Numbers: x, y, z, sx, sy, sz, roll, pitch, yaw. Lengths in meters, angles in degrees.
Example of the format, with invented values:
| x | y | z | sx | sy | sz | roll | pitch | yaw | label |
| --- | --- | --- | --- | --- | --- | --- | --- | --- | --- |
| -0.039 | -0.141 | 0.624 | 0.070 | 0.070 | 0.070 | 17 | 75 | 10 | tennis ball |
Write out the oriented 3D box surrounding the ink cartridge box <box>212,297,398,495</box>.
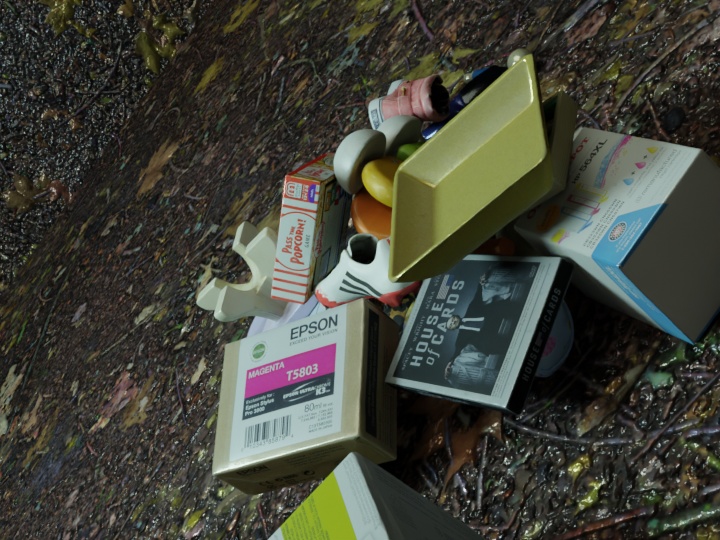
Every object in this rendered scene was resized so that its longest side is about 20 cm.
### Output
| x | y | z | sx | sy | sz | roll | pitch | yaw | label |
| --- | --- | --- | --- | --- | --- | --- | --- | --- | --- |
| -0.059 | 0.139 | 1.157 | 0.199 | 0.075 | 0.166 | -20 | 52 | 29 | ink cartridge box |

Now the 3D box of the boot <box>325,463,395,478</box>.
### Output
| x | y | z | sx | sy | sz | roll | pitch | yaw | label |
| --- | --- | --- | --- | --- | --- | --- | --- | --- | --- |
| -0.020 | 0.213 | 1.194 | 0.076 | 0.073 | 0.200 | -56 | 28 | 14 | boot |

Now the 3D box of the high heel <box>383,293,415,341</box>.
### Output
| x | y | z | sx | sy | sz | roll | pitch | yaw | label |
| --- | --- | --- | --- | --- | --- | --- | --- | --- | --- |
| -0.006 | 0.057 | 1.275 | 0.072 | 0.141 | 0.201 | 75 | -145 | -67 | high heel |

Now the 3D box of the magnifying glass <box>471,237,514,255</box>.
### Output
| x | y | z | sx | sy | sz | roll | pitch | yaw | label |
| --- | --- | --- | --- | --- | --- | --- | --- | --- | --- |
| 0.092 | -0.019 | 1.192 | 0.199 | 0.079 | 0.023 | -7 | 71 | 51 | magnifying glass |

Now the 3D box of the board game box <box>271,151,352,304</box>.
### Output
| x | y | z | sx | sy | sz | roll | pitch | yaw | label |
| --- | --- | --- | --- | --- | --- | --- | --- | --- | --- |
| -0.055 | -0.058 | 1.340 | 0.200 | 0.046 | 0.153 | -48 | -33 | -72 | board game box |

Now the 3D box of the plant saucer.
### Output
| x | y | z | sx | sy | sz | roll | pitch | yaw | label |
| --- | --- | --- | --- | --- | --- | --- | --- | --- | --- |
| 0.114 | -0.091 | 1.040 | 0.200 | 0.048 | 0.201 | -40 | 26 | 30 | plant saucer |

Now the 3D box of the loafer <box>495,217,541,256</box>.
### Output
| x | y | z | sx | sy | sz | roll | pitch | yaw | label |
| --- | --- | --- | --- | --- | --- | --- | --- | --- | --- |
| 0.184 | -0.055 | 1.195 | 0.068 | 0.076 | 0.201 | -32 | 45 | 18 | loafer |

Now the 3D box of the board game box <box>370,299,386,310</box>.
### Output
| x | y | z | sx | sy | sz | roll | pitch | yaw | label |
| --- | --- | --- | --- | --- | --- | --- | --- | --- | --- |
| 0.035 | 0.004 | 1.403 | 0.104 | 0.023 | 0.201 | -27 | 37 | 44 | board game box |

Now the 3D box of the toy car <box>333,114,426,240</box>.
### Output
| x | y | z | sx | sy | sz | roll | pitch | yaw | label |
| --- | --- | --- | --- | --- | --- | --- | --- | --- | --- |
| 0.062 | -0.089 | 1.314 | 0.200 | 0.174 | 0.151 | -31 | -33 | -53 | toy car |

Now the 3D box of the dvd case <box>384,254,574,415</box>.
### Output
| x | y | z | sx | sy | sz | roll | pitch | yaw | label |
| --- | --- | --- | --- | --- | --- | --- | --- | --- | --- |
| 0.111 | 0.056 | 1.046 | 0.199 | 0.025 | 0.151 | 3 | 68 | 57 | dvd case |

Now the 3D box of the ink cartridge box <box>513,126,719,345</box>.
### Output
| x | y | z | sx | sy | sz | roll | pitch | yaw | label |
| --- | --- | --- | --- | --- | --- | --- | --- | --- | --- |
| 0.253 | -0.041 | 1.005 | 0.129 | 0.125 | 0.200 | -53 | 27 | -4 | ink cartridge box |

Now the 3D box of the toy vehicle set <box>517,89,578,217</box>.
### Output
| x | y | z | sx | sy | sz | roll | pitch | yaw | label |
| --- | --- | --- | --- | --- | --- | --- | --- | --- | --- |
| 0.134 | -0.090 | 1.098 | 0.199 | 0.026 | 0.125 | -32 | 30 | 42 | toy vehicle set |

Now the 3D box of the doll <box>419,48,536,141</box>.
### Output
| x | y | z | sx | sy | sz | roll | pitch | yaw | label |
| --- | --- | --- | --- | --- | --- | --- | --- | --- | --- |
| 0.158 | -0.234 | 1.469 | 0.200 | 0.048 | 0.137 | -40 | 26 | 22 | doll |

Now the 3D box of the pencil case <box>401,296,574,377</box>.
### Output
| x | y | z | sx | sy | sz | roll | pitch | yaw | label |
| --- | --- | --- | --- | --- | --- | --- | --- | --- | --- |
| 0.130 | 0.061 | 1.117 | 0.199 | 0.083 | 0.092 | -1 | 84 | 56 | pencil case |

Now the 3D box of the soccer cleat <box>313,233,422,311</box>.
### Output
| x | y | z | sx | sy | sz | roll | pitch | yaw | label |
| --- | --- | --- | --- | --- | --- | --- | --- | --- | --- |
| 0.000 | 0.000 | 1.212 | 0.068 | 0.086 | 0.200 | -28 | 12 | -27 | soccer cleat |

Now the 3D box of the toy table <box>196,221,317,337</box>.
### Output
| x | y | z | sx | sy | sz | roll | pitch | yaw | label |
| --- | --- | --- | --- | --- | --- | --- | --- | --- | --- |
| -0.140 | 0.025 | 1.513 | 0.200 | 0.117 | 0.184 | -47 | 23 | 27 | toy table |

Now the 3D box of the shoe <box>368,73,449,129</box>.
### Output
| x | y | z | sx | sy | sz | roll | pitch | yaw | label |
| --- | --- | --- | --- | --- | --- | --- | --- | --- | --- |
| 0.083 | -0.228 | 1.456 | 0.090 | 0.072 | 0.200 | -13 | 13 | 21 | shoe |

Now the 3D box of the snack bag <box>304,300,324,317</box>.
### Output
| x | y | z | sx | sy | sz | roll | pitch | yaw | label |
| --- | --- | --- | --- | --- | --- | --- | --- | --- | --- |
| -0.040 | 0.059 | 1.426 | 0.200 | 0.021 | 0.189 | -43 | 25 | 38 | snack bag |

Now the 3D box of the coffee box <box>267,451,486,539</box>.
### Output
| x | y | z | sx | sy | sz | roll | pitch | yaw | label |
| --- | --- | --- | --- | --- | --- | --- | --- | --- | --- |
| 0.019 | 0.313 | 0.861 | 0.198 | 0.199 | 0.200 | -47 | 28 | 9 | coffee box |
